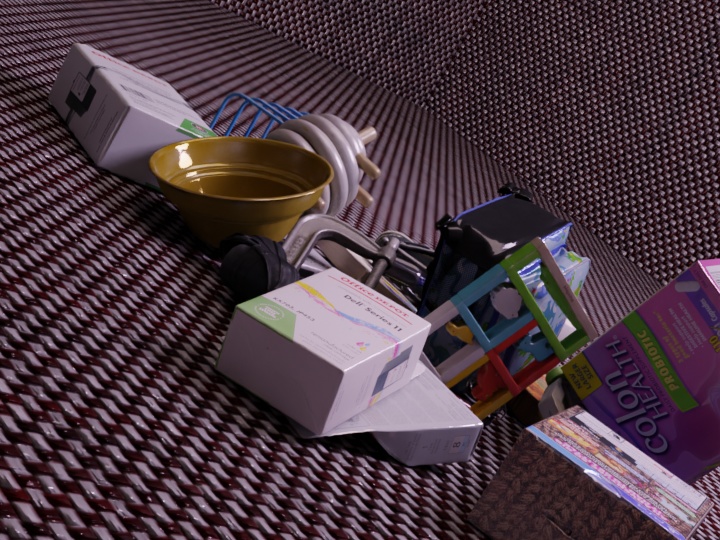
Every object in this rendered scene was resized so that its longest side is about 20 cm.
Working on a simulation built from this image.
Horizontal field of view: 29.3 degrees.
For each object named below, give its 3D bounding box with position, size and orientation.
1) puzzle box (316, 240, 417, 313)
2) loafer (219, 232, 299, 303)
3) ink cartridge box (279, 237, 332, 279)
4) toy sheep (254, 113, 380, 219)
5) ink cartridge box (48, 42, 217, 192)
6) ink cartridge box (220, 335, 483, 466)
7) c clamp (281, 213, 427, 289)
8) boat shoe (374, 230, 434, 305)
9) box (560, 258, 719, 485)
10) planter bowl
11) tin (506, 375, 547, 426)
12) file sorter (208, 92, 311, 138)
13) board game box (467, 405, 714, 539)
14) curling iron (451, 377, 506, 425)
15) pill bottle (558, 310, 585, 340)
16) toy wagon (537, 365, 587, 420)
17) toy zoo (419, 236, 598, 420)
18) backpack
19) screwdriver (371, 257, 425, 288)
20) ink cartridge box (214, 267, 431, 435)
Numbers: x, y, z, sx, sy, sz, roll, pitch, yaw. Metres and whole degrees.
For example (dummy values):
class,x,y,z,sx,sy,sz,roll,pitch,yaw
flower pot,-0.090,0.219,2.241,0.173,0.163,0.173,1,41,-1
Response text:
class,x,y,z,sx,sy,sz,roll,pitch,yaw
puzzle box,0.000,0.000,1.653,0.133,0.025,0.200,41,4,-36
loafer,-0.104,0.009,1.345,0.070,0.069,0.201,17,12,-15
ink cartridge box,-0.109,-0.040,1.590,0.094,0.037,0.200,18,21,-47
toy sheep,-0.054,-0.120,1.626,0.199,0.139,0.138,-29,54,-35
ink cartridge box,-0.265,-0.175,1.621,0.146,0.083,0.200,22,16,-38
ink cartridge box,-0.012,0.115,1.237,0.199,0.048,0.160,0,30,-36
c clamp,-0.011,0.006,1.499,0.170,0.027,0.200,36,40,3
boat shoe,0.099,0.019,1.677,0.199,0.075,0.066,39,4,1
box,0.347,0.116,1.453,0.096,0.200,0.177,-4,58,-54
planter bowl,-0.130,-0.075,1.486,0.198,0.084,0.201,4,23,-2
tin,0.203,0.145,1.623,0.111,0.042,0.200,19,17,-32
file sorter,-0.107,-0.143,1.798,0.138,0.123,0.200,35,13,21
board game box,0.209,0.213,1.220,0.159,0.097,0.200,36,13,18
curling iron,0.065,0.108,1.438,0.199,0.026,0.050,25,53,-14
pill bottle,0.178,0.047,1.761,0.199,0.115,0.114,33,12,5
toy wagon,0.276,0.191,1.516,0.199,0.040,0.156,22,38,-41
toy zoo,0.128,0.074,1.373,0.132,0.199,0.020,54,-1,-29
backpack,0.146,0.036,1.511,0.147,0.201,0.183,36,35,20
screwdriver,0.103,0.032,1.636,0.199,0.029,0.028,30,40,0
ink cartridge box,-0.020,0.061,1.202,0.117,0.068,0.200,29,24,21
